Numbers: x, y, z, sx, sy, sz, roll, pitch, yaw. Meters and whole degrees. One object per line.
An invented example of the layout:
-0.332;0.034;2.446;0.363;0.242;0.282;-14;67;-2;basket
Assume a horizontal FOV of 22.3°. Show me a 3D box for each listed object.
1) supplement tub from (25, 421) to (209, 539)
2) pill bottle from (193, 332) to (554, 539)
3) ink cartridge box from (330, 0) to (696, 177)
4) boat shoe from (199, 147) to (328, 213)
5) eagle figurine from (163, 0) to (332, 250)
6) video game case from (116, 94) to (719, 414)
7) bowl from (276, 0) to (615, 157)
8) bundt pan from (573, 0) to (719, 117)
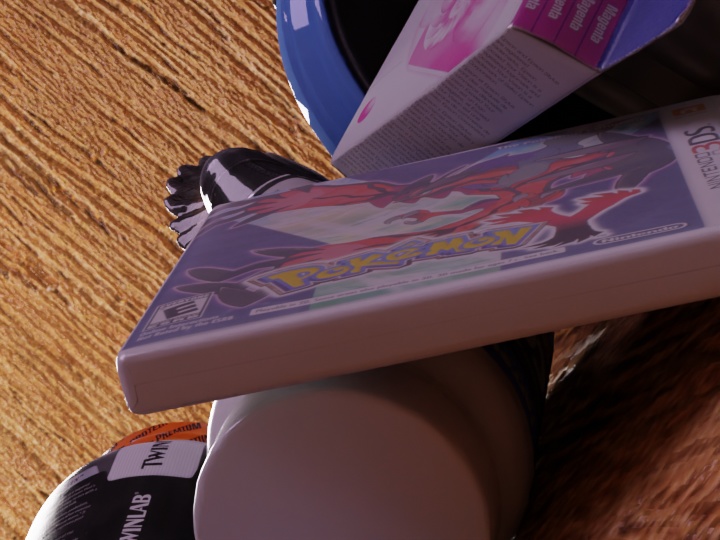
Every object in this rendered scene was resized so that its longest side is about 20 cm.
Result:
-0.075;0.142;0.659;0.123;0.122;0.200;-53;11;21;supplement tub
0.009;0.051;0.655;0.114;0.114;0.200;-53;3;19;pill bottle
0.083;-0.136;0.710;0.200;0.043;0.197;-33;25;57;ink cartridge box
-0.002;0.002;0.823;0.199;0.068;0.074;26;-76;-49;boat shoe
0.005;-0.050;0.979;0.152;0.199;0.151;-64;7;-34;eagle figurine
0.034;-0.012;0.594;0.199;0.023;0.182;-13;14;8;video game case
0.061;-0.111;0.829;0.201;0.200;0.039;-56;5;-30;bowl
0.150;-0.139;0.736;0.202;0.076;0.202;-48;16;18;bundt pan
